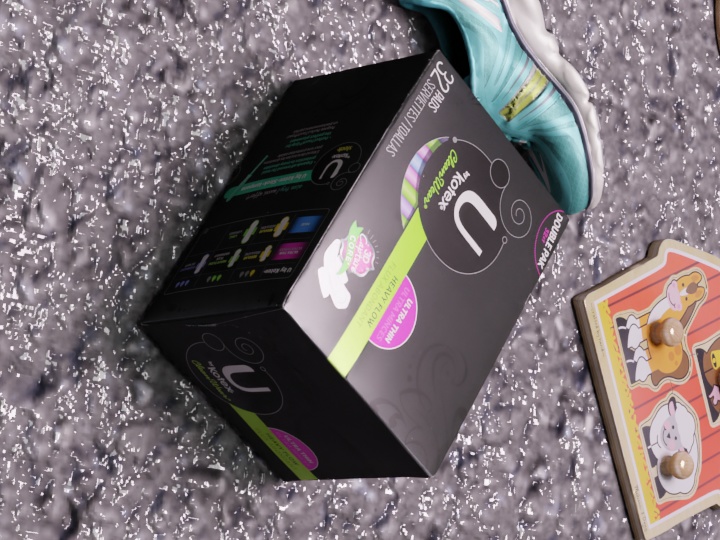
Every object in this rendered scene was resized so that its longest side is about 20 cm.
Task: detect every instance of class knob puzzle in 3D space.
[{"bbox_3d":[0.240,0.072,1.617,0.220,0.030,0.220,7,81,-44],"label":"knob puzzle"}]

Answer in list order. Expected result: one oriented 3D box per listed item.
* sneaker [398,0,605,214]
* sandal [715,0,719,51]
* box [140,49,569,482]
[{"bbox_3d":[0.088,-0.117,1.474,0.080,0.078,0.200,-37,108,-20],"label":"sneaker"},{"bbox_3d":[0.317,-0.235,1.697,0.078,0.070,0.212,26,68,-40],"label":"sandal"},{"bbox_3d":[0.000,0.000,1.323,0.149,0.124,0.200,49,53,-29],"label":"box"}]
